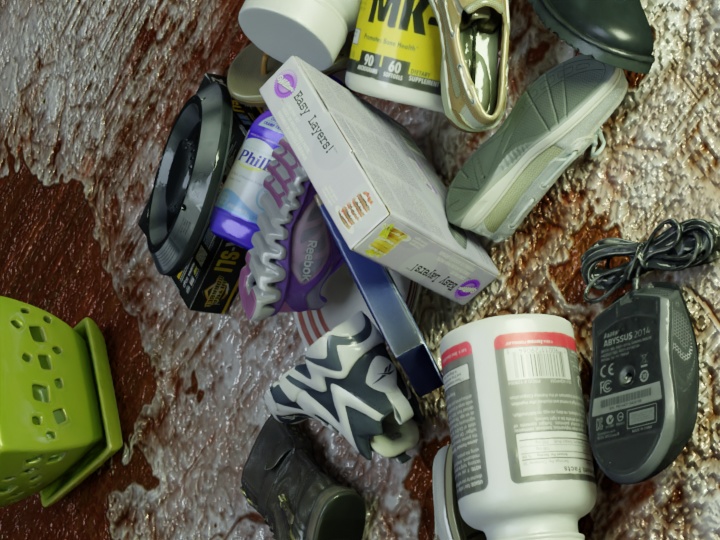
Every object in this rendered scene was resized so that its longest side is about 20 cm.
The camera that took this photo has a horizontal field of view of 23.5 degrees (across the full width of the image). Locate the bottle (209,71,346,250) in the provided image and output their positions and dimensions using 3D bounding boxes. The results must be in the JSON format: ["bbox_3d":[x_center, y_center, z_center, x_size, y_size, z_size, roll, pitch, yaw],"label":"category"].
[{"bbox_3d":[-0.073,-0.113,1.677,0.083,0.065,0.201,24,88,23],"label":"bottle"}]

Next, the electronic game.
[{"bbox_3d":[-0.170,-0.092,1.738,0.200,0.041,0.201,-164,90,-71],"label":"electronic game"}]

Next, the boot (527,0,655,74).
[{"bbox_3d":[0.198,-0.268,1.360,0.169,0.076,0.200,-66,31,26],"label":"boot"}]

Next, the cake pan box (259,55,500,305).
[{"bbox_3d":[0.015,-0.078,1.471,0.052,0.184,0.200,-40,58,15],"label":"cake pan box"}]

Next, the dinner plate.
[{"bbox_3d":[0.000,0.000,1.626,0.200,0.024,0.201,-12,76,52],"label":"dinner plate"}]

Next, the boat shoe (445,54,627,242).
[{"bbox_3d":[0.152,-0.100,1.422,0.202,0.065,0.075,-48,31,30],"label":"boat shoe"}]

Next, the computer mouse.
[{"bbox_3d":[0.224,0.067,1.309,0.138,0.053,0.201,-15,62,49],"label":"computer mouse"}]

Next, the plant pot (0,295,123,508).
[{"bbox_3d":[-0.389,0.160,1.978,0.199,0.181,0.201,-40,55,41],"label":"plant pot"}]

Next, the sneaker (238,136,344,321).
[{"bbox_3d":[-0.049,-0.042,1.602,0.081,0.088,0.201,-116,38,-57],"label":"sneaker"}]

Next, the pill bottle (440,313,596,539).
[{"bbox_3d":[0.127,0.143,1.367,0.111,0.110,0.201,-25,65,48],"label":"pill bottle"}]

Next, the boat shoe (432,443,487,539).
[{"bbox_3d":[0.085,0.243,1.437,0.068,0.074,0.201,-25,66,42],"label":"boat shoe"}]

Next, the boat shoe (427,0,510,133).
[{"bbox_3d":[0.096,-0.216,1.415,0.076,0.071,0.201,171,89,-79],"label":"boat shoe"}]

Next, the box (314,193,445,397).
[{"bbox_3d":[0.024,0.031,1.488,0.032,0.121,0.201,-28,66,1],"label":"box"}]

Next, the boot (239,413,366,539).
[{"bbox_3d":[-0.069,0.247,1.657,0.174,0.069,0.201,38,111,54],"label":"boot"}]

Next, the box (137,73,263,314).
[{"bbox_3d":[-0.154,-0.080,1.818,0.201,0.049,0.160,-63,39,25],"label":"box"}]

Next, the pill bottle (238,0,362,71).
[{"bbox_3d":[-0.026,-0.290,1.572,0.114,0.114,0.201,-1,58,52],"label":"pill bottle"}]

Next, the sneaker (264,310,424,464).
[{"bbox_3d":[-0.008,0.130,1.559,0.130,0.079,0.199,54,143,8],"label":"sneaker"}]

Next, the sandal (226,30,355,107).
[{"bbox_3d":[-0.043,-0.214,1.629,0.199,0.054,0.081,-13,59,24],"label":"sandal"}]

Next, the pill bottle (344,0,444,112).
[{"bbox_3d":[0.061,-0.245,1.511,0.114,0.114,0.201,22,102,51],"label":"pill bottle"}]
